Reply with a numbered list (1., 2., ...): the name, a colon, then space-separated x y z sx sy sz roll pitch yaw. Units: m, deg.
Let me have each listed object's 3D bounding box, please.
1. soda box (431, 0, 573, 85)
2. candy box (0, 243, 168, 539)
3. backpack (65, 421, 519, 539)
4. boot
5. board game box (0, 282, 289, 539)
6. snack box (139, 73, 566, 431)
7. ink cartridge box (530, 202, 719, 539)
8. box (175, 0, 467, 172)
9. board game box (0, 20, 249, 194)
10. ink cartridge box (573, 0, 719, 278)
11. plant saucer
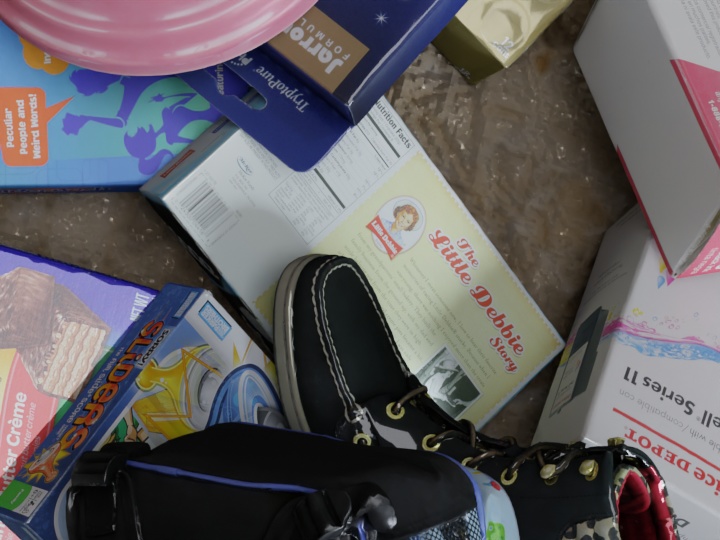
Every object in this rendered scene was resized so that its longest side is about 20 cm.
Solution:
1. soda box: 0.017 -0.187 1.130 0.200 0.064 0.068 45 78 -6
2. candy box: -0.205 0.064 1.056 0.199 0.077 0.170 16 84 -11
3. backpack: -0.018 0.170 0.959 0.147 0.183 0.201 -9 99 -47
4. boot: 0.053 0.078 1.022 0.073 0.153 0.204 -27 102 -52
5. board game box: -0.060 0.122 1.059 0.200 0.034 0.136 49 67 -30
6. snack box: 0.000 0.000 1.103 0.116 0.037 0.200 -42 112 -12
7. ink cartridge box: 0.154 0.071 1.106 0.117 0.067 0.201 30 58 -12
8. box: -0.004 -0.153 1.054 0.121 0.032 0.200 39 83 17
9. board game box: -0.154 -0.112 1.095 0.199 0.045 0.153 -2 87 -13
10. ink cartridge box: 0.226 -0.087 1.121 0.199 0.083 0.147 -8 60 -22
11. plant saucer: -0.094 -0.189 1.034 0.200 0.051 0.201 -2 72 6
